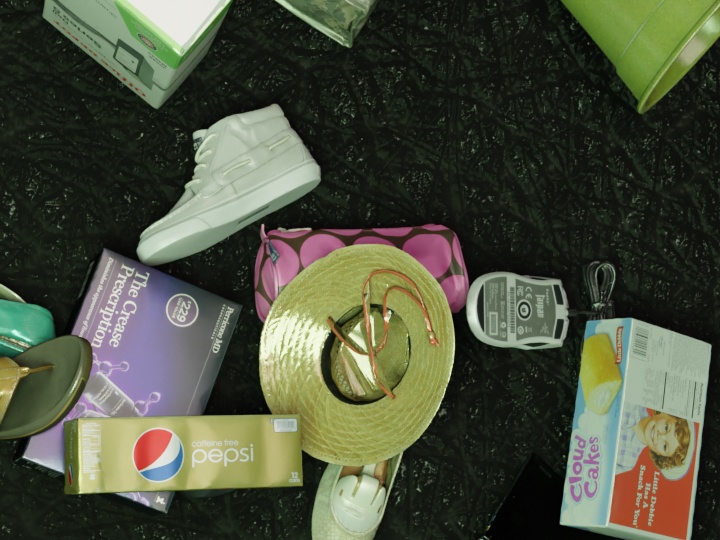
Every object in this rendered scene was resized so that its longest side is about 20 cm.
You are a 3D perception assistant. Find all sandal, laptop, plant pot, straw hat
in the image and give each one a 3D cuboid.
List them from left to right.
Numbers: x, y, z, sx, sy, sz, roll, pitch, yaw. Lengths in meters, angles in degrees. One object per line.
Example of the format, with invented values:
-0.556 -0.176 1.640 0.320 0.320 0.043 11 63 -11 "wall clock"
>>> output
-0.322 0.103 1.449 0.198 0.055 0.082 -13 63 18 "sandal"
0.013 0.076 1.525 0.199 0.085 0.203 -1 87 24 "straw hat"
0.163 0.321 1.608 0.187 0.116 0.200 44 44 -4 "laptop"
0.276 -0.294 1.677 0.190 0.200 0.200 43 72 10 "plant pot"

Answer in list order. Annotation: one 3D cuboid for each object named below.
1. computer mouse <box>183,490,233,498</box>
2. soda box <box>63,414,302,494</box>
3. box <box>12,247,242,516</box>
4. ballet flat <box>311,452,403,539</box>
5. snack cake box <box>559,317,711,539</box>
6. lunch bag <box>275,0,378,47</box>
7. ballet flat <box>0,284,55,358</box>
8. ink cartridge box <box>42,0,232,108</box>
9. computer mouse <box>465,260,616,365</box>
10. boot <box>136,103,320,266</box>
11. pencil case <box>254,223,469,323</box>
-0.083 0.149 1.562 0.199 0.034 0.059 -32 88 -18 "computer mouse"
-0.153 0.158 1.446 0.198 0.068 0.065 1 82 -20 "soda box"
-0.209 0.102 1.514 0.140 0.079 0.202 23 75 -15 "box"
0.005 0.180 1.565 0.067 0.062 0.202 21 75 -10 "ballet flat"
0.267 0.156 1.618 0.114 0.067 0.202 18 75 -35 "snack cake box"
-0.047 -0.346 1.624 0.199 0.118 0.165 31 74 -1 "lunch bag"
-0.366 0.032 1.501 0.198 0.067 0.071 20 51 -11 "ballet flat"
-0.204 -0.241 1.517 0.145 0.200 0.084 39 75 -4 "ink cartridge box"
0.169 0.038 1.624 0.199 0.044 0.111 6 83 -36 "computer mouse"
-0.139 -0.084 1.579 0.199 0.074 0.096 -28 82 -26 "boot"
0.000 0.000 1.587 0.198 0.091 0.095 -1 67 -17 "pencil case"
